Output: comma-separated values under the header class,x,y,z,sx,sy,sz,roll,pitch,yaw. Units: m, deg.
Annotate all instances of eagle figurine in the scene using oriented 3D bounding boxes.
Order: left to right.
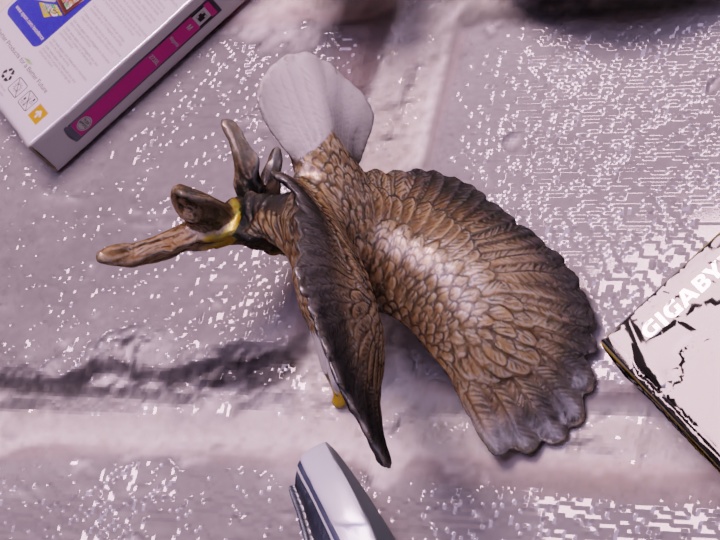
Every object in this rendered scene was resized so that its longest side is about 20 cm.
class,x,y,z,sx,sy,sz,roll,pitch,yaw
eagle figurine,0.002,0.006,1.168,0.152,0.151,0.200,-47,42,-16

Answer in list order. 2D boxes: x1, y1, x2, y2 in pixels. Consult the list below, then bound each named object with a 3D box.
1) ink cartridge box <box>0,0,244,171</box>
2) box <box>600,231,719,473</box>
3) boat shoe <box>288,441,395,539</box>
class,x,y,z,sx,sy,sz,roll,pitch,yaw
ink cartridge box,-0.124,-0.154,1.369,0.200,0.037,0.095,-43,53,3
box,0.229,0.022,1.087,0.200,0.049,0.160,-42,55,1
boat shoe,-0.012,0.175,1.109,0.090,0.071,0.201,-28,57,5
